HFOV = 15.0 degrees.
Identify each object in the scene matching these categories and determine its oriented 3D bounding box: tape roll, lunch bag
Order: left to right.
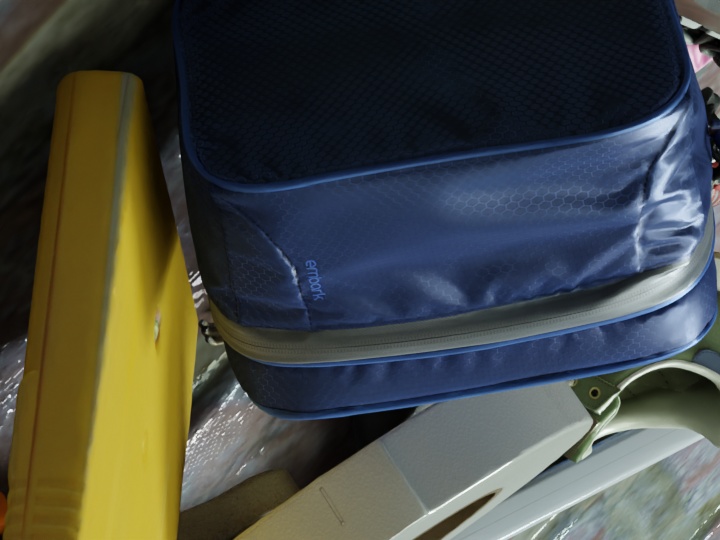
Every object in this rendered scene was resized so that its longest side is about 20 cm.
[{"bbox_3d":[0.003,0.103,1.101,0.202,0.037,0.203,-33,171,-6],"label":"tape roll"},{"bbox_3d":[0.039,-0.034,0.968,0.199,0.136,0.133,-8,133,3],"label":"lunch bag"}]

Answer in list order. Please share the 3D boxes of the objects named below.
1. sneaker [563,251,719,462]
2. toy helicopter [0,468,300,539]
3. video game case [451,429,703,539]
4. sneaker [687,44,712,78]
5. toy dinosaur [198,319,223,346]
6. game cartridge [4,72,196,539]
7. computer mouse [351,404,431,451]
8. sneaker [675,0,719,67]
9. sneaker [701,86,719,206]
[{"bbox_3d":[0.082,0.038,1.191,0.199,0.090,0.067,2,151,-16],"label":"sneaker"},{"bbox_3d":[-0.109,0.132,1.140,0.199,0.079,0.132,-20,160,-35],"label":"toy helicopter"},{"bbox_3d":[0.070,0.121,1.375,0.199,0.022,0.182,-23,175,-34],"label":"video game case"},{"bbox_3d":[0.081,-0.069,1.112,0.200,0.079,0.095,-31,167,-27],"label":"sneaker"},{"bbox_3d":[0.000,0.000,1.104,0.101,0.059,0.200,6,157,-35],"label":"toy dinosaur"},{"bbox_3d":[-0.090,0.062,0.955,0.177,0.032,0.201,83,11,-59],"label":"game cartridge"},{"bbox_3d":[0.050,0.039,1.308,0.200,0.053,0.139,-27,155,-55],"label":"computer mouse"},{"bbox_3d":[0.143,-0.105,1.050,0.199,0.077,0.082,-7,110,-16],"label":"sneaker"},{"bbox_3d":[0.117,-0.040,1.273,0.098,0.071,0.200,-52,160,26],"label":"sneaker"}]
